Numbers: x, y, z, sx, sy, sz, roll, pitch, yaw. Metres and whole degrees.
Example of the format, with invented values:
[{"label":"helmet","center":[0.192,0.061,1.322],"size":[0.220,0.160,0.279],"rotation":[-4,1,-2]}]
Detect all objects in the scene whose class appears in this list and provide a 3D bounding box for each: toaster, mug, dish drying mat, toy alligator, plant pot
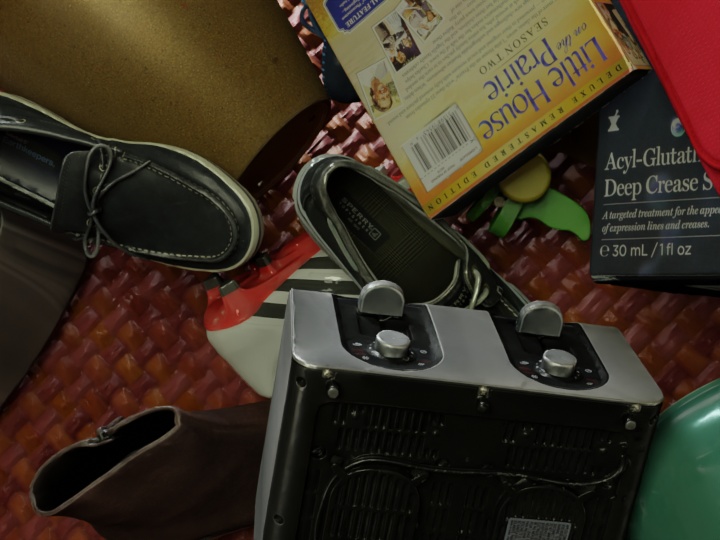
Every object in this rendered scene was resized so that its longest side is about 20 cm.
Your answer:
[{"label":"toaster","center":[0.041,0.112,0.800],"size":[0.180,0.119,0.201],"rotation":[6,115,-7]},{"label":"toaster","center":[-0.271,0.021,0.992],"size":[0.113,0.129,0.200],"rotation":[31,86,24]},{"label":"mug","center":[0.217,0.117,0.811],"size":[0.152,0.185,0.115],"rotation":[-40,62,30]},{"label":"dish drying mat","center":[0.161,-0.134,0.777],"size":[0.077,0.018,0.200],"rotation":[-48,48,39]},{"label":"toy alligator","center":[0.052,-0.083,0.908],"size":[0.054,0.059,0.200],"rotation":[-40,93,3]},{"label":"plant pot","center":[-0.121,-0.135,0.979],"size":[0.200,0.186,0.186],"rotation":[44,90,9]}]

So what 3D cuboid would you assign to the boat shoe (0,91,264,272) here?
[{"label":"boat shoe","center":[-0.152,-0.046,0.916],"size":[0.199,0.062,0.075],"rotation":[23,115,7]}]

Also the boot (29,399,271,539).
[{"label":"boot","center":[-0.065,0.101,0.882],"size":[0.200,0.166,0.073],"rotation":[-28,68,8]}]

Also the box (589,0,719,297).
[{"label":"box","center":[0.210,-0.088,0.809],"size":[0.148,0.107,0.201],"rotation":[-2,82,55]}]

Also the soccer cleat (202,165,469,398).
[{"label":"soccer cleat","center":[0.000,0.000,0.952],"size":[0.200,0.069,0.085],"rotation":[-32,108,-12]}]

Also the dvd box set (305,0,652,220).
[{"label":"dvd box set","center":[0.046,-0.149,0.848],"size":[0.146,0.029,0.200],"rotation":[-37,76,31]}]

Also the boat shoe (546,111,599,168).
[{"label":"boat shoe","center":[0.116,-0.109,0.947],"size":[0.199,0.071,0.070],"rotation":[23,45,19]}]

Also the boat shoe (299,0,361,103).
[{"label":"boat shoe","center":[-0.010,-0.183,0.994],"size":[0.068,0.084,0.200],"rotation":[2,51,8]}]

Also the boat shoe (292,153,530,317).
[{"label":"boat shoe","center":[0.040,0.014,0.887],"size":[0.200,0.071,0.072],"rotation":[40,87,-7]}]
